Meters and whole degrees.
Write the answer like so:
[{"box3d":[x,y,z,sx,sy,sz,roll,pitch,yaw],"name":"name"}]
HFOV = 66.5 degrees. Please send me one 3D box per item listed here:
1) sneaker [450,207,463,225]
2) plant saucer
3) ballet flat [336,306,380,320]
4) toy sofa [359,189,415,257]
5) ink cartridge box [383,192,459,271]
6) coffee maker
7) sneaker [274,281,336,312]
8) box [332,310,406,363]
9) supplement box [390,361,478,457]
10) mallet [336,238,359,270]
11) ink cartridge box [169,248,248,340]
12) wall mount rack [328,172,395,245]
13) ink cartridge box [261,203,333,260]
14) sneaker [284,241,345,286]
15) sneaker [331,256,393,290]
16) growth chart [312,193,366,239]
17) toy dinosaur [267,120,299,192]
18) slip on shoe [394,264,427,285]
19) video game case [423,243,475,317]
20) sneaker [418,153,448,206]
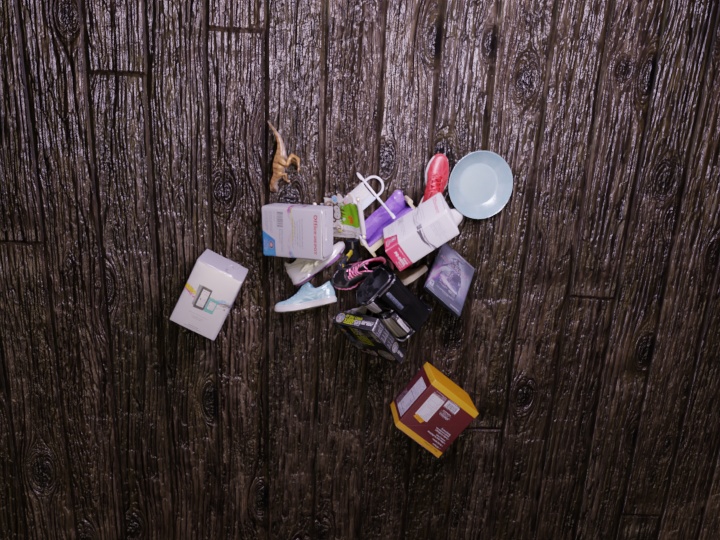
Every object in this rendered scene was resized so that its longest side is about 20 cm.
[{"box3d":[0.233,-0.115,1.658,0.199,0.108,0.068,-29,106,4],"name":"sneaker"},{"box3d":[0.360,-0.260,1.665,0.197,0.039,0.204,-1,105,-5],"name":"plant saucer"},{"box3d":[0.023,0.150,1.744,0.198,0.072,0.073,20,103,-10],"name":"ballet flat"},{"box3d":[0.079,-0.144,1.651,0.199,0.083,0.098,-40,106,7],"name":"toy sofa"},{"box3d":[0.167,-0.110,1.533,0.199,0.146,0.084,-32,114,17],"name":"ink cartridge box"},{"box3d":[0.109,0.076,1.625,0.200,0.134,0.193,46,68,-33],"name":"coffee maker"},{"box3d":[-0.175,0.079,1.708,0.197,0.074,0.083,-12,83,-1],"name":"sneaker"},{"box3d":[0.028,0.203,1.670,0.200,0.159,0.045,51,59,-42],"name":"box"},{"box3d":[0.238,0.456,1.801,0.197,0.133,0.201,38,99,-13],"name":"supplement box"},{"box3d":[-0.039,-0.049,1.611,0.040,0.200,0.067,0,101,11],"name":"mallet"},{"box3d":[-0.446,0.068,1.634,0.145,0.147,0.202,27,101,-10],"name":"ink cartridge box"},{"box3d":[0.004,-0.183,1.628,0.199,0.075,0.174,-41,91,8],"name":"wall mount rack"},{"box3d":[-0.181,-0.115,1.598,0.197,0.085,0.147,6,105,22],"name":"ink cartridge box"},{"box3d":[-0.140,-0.041,1.666,0.199,0.075,0.100,-33,89,-3],"name":"sneaker"},{"box3d":[0.000,0.000,1.663,0.197,0.095,0.080,-17,74,6],"name":"sneaker"},{"box3d":[-0.062,-0.153,1.602,0.198,0.018,0.147,3,118,41],"name":"growth chart"},{"box3d":[-0.227,-0.323,1.590,0.104,0.060,0.203,6,104,-5],"name":"toy dinosaur"},{"box3d":[0.114,0.025,1.711,0.198,0.076,0.061,-29,89,8],"name":"slip on shoe"},{"box3d":[0.274,0.024,1.671,0.142,0.201,0.019,40,140,-14],"name":"video game case"},{"box3d":[0.227,-0.239,1.619,0.077,0.116,0.203,7,105,-6],"name":"sneaker"}]
